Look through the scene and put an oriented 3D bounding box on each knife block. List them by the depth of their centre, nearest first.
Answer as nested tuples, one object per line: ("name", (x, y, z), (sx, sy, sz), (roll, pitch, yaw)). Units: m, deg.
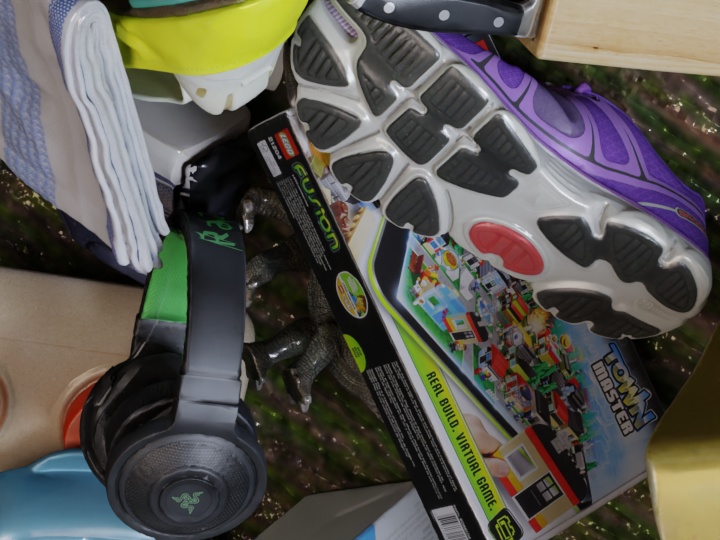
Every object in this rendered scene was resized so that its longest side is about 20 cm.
("knife block", (0.092, -0.112, 0.950), (0.200, 0.176, 0.064), (23, 117, 18))

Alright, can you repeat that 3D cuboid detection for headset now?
("headset", (-0.093, 0.073, 1.071), (0.094, 0.123, 0.201), (6, 98, -14))

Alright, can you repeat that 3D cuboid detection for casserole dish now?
("casserole dish", (-0.131, 0.174, 1.188), (0.121, 0.039, 0.200), (3, 121, -8))

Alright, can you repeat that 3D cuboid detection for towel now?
("towel", (-0.156, -0.094, 1.044), (0.200, 0.024, 0.147), (36, 152, 34))

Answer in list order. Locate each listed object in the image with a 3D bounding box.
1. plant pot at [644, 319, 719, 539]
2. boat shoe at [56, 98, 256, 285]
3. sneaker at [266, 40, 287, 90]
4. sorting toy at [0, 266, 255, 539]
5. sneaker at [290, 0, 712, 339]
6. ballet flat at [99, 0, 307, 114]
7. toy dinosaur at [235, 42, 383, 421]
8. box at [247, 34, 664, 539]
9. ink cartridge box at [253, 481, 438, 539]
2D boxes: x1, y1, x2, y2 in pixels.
("plant pot", (0.239, 0.111, 0.954), (0.200, 0.196, 0.195), (-10, 103, 20))
("boat shoe", (-0.137, -0.071, 1.145), (0.200, 0.075, 0.093), (38, 134, 22))
("sneaker", (-0.063, -0.170, 1.055), (0.080, 0.076, 0.201), (6, 110, 1))
("sorting toy", (-0.154, 0.098, 1.181), (0.185, 0.036, 0.200), (8, 113, -10))
("sneaker", (0.057, -0.050, 1.020), (0.200, 0.084, 0.081), (37, 130, -20))
("ballet flat", (-0.069, -0.094, 0.993), (0.200, 0.067, 0.067), (10, 129, 54))
("toy dinosaur", (0.000, 0.000, 1.094), (0.077, 0.102, 0.200), (-11, 95, 68))
("box", (0.044, 0.010, 1.050), (0.035, 0.110, 0.200), (-21, 96, 57))
("ink cartridge box", (0.005, 0.209, 1.141), (0.067, 0.116, 0.200), (-10, 102, 30))
